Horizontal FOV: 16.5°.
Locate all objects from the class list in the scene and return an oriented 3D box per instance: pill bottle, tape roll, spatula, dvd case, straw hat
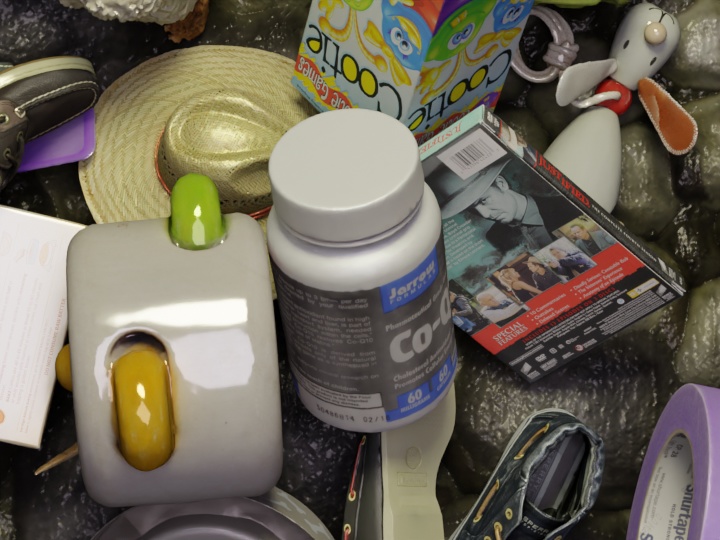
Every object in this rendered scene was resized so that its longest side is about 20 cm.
[{"bbox_3d":[0.000,0.000,1.604,0.114,0.114,0.200,-15,136,-6],"label":"pill bottle"},{"bbox_3d":[0.242,0.181,1.673,0.085,0.200,0.200,12,90,-7],"label":"tape roll"},{"bbox_3d":[-0.279,-0.090,1.691,0.200,0.021,0.057,-3,58,-2],"label":"spatula"},{"bbox_3d":[0.099,-0.014,1.669,0.200,0.022,0.146,37,129,-26],"label":"dvd case"},{"bbox_3d":[-0.087,-0.079,1.662,0.201,0.085,0.202,2,72,-7],"label":"straw hat"}]

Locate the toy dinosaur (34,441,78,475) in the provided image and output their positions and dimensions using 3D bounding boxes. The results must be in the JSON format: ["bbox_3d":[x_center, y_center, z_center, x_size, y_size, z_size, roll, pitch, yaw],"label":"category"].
[{"bbox_3d":[-0.152,0.050,1.705,0.106,0.060,0.200,6,80,6],"label":"toy dinosaur"}]

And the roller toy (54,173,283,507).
[{"bbox_3d":[-0.124,0.059,1.579,0.139,0.183,0.200,-5,58,-4],"label":"roller toy"}]

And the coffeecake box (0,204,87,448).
[{"bbox_3d":[-0.295,0.022,1.671,0.200,0.073,0.154,14,88,-7],"label":"coffeecake box"}]

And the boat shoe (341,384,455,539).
[{"bbox_3d":[0.022,0.130,1.710,0.074,0.063,0.202,16,72,-44],"label":"boat shoe"}]

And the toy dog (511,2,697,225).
[{"bbox_3d":[0.162,-0.090,1.711,0.132,0.096,0.200,5,90,-7],"label":"toy dog"}]

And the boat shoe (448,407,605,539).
[{"bbox_3d":[0.103,0.188,1.711,0.071,0.091,0.201,25,88,-6],"label":"boat shoe"}]

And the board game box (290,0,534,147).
[{"bbox_3d":[0.040,-0.175,1.619,0.103,0.200,0.105,-31,66,-31],"label":"board game box"}]

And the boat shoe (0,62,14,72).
[{"bbox_3d":[-0.324,-0.155,1.666,0.200,0.073,0.062,10,91,-4],"label":"boat shoe"}]

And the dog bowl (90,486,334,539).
[{"bbox_3d":[-0.096,0.227,1.673,0.200,0.059,0.201,3,111,7],"label":"dog bowl"}]

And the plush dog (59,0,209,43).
[{"bbox_3d":[-0.180,-0.235,1.667,0.171,0.161,0.200,21,60,7],"label":"plush dog"}]

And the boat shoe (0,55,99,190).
[{"bbox_3d":[-0.253,-0.078,1.627,0.200,0.073,0.065,-26,69,-22],"label":"boat shoe"}]

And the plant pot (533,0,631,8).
[{"bbox_3d":[0.132,-0.278,1.675,0.200,0.200,0.190,2,104,-7],"label":"plant pot"}]
